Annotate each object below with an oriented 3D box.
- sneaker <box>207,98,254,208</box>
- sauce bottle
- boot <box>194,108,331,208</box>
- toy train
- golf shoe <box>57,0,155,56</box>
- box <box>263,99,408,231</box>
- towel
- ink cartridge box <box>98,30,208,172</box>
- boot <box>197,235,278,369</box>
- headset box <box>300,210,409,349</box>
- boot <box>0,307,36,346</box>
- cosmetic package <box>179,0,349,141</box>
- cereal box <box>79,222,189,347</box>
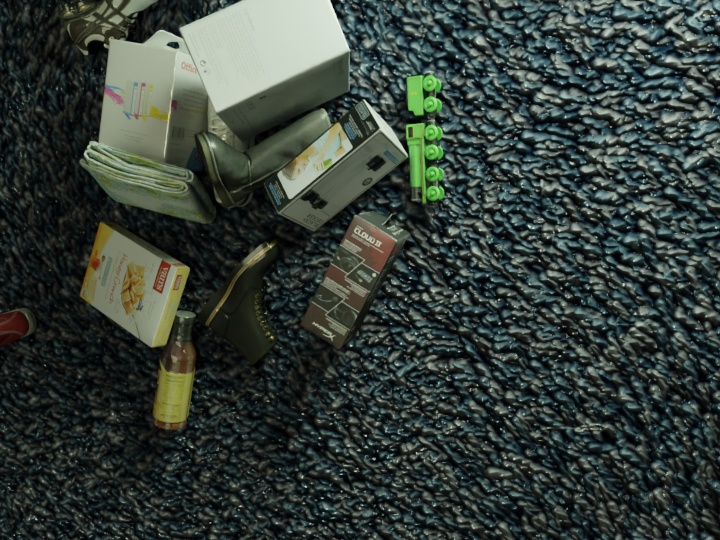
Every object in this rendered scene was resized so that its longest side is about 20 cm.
[{"bbox_3d":[-0.216,-0.205,0.998,0.074,0.080,0.206,-7,94,15],"label":"sneaker"},{"bbox_3d":[-0.321,0.173,1.079,0.064,0.066,0.206,12,97,10],"label":"sauce bottle"},{"bbox_3d":[-0.133,-0.181,0.904,0.196,0.182,0.074,-24,76,-6],"label":"boot"},{"bbox_3d":[0.098,-0.200,0.950,0.055,0.042,0.206,1,97,22],"label":"toy train"},{"bbox_3d":[-0.397,-0.421,1.023,0.195,0.078,0.097,-12,112,15],"label":"golf shoe"},{"bbox_3d":[-0.036,-0.153,0.938,0.198,0.116,0.061,-36,67,15],"label":"box"},{"bbox_3d":[-0.323,-0.127,0.960,0.167,0.200,0.049,17,80,-1],"label":"towel"},{"bbox_3d":[-0.322,-0.272,0.988,0.122,0.128,0.206,13,99,12],"label":"ink cartridge box"},{"bbox_3d":[-0.165,0.055,1.030,0.138,0.078,0.200,43,117,0],"label":"boot"},{"bbox_3d":[0.000,0.000,0.940,0.076,0.149,0.203,30,102,6],"label":"headset box"},{"bbox_3d":[-0.717,0.130,1.119,0.196,0.144,0.074,-21,94,15],"label":"boot"},{"bbox_3d":[-0.123,-0.296,0.882,0.196,0.199,0.125,-26,92,0],"label":"cosmetic package"},{"bbox_3d":[-0.393,0.022,1.062,0.197,0.039,0.147,26,102,25],"label":"cereal box"}]
